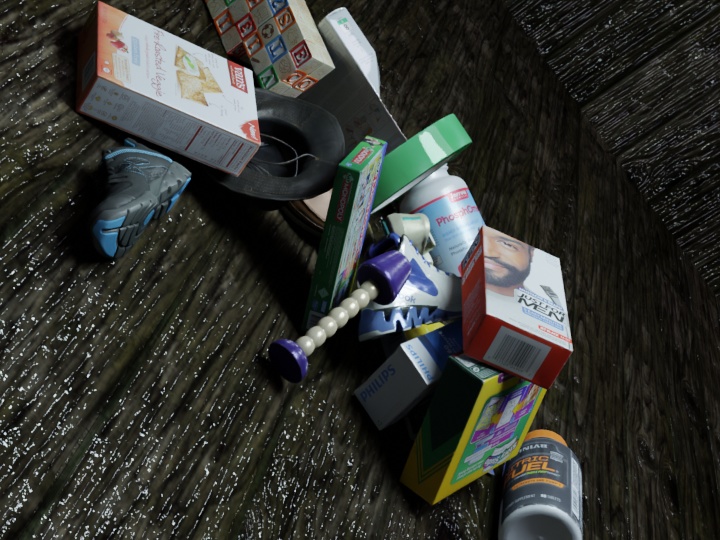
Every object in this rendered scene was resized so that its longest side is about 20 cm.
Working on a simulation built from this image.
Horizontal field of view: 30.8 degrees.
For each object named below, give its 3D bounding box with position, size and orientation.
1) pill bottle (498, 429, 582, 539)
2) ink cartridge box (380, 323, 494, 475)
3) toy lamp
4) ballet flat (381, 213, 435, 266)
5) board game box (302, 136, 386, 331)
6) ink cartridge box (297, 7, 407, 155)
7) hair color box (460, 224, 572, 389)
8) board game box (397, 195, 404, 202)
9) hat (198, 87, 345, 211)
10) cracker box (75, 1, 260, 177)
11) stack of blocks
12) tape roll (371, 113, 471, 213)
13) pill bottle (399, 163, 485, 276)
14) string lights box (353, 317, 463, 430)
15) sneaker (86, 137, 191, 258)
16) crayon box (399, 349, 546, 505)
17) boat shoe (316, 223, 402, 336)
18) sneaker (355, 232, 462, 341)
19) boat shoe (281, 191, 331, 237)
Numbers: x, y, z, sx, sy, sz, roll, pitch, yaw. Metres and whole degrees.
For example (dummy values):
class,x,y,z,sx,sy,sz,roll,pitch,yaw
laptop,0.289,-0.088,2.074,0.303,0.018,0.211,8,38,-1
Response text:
class,x,y,z,sx,sy,sz,roll,pitch,yaw
pill bottle,0.233,0.288,1.685,0.106,0.106,0.201,50,23,-15
ink cartridge box,0.107,0.150,1.696,0.199,0.047,0.199,27,36,-47
toy lamp,-0.018,0.044,1.436,0.199,0.058,0.059,-38,94,-34
ballet flat,0.067,-0.013,1.681,0.201,0.069,0.070,85,-16,-63
board game box,-0.018,-0.042,1.512,0.029,0.202,0.135,17,23,8
ink cartridge box,-0.018,-0.238,1.811,0.050,0.161,0.201,-36,91,-37
hair color box,0.177,0.038,1.505,0.110,0.064,0.201,23,28,-10
board game box,0.011,-0.200,1.985,0.134,0.029,0.202,6,55,-61
hat,-0.110,-0.125,1.535,0.198,0.082,0.202,9,44,-8
cracker box,-0.209,-0.198,1.428,0.198,0.058,0.135,22,37,-29
stack of blocks,-0.128,-0.329,1.761,0.058,0.115,0.202,13,49,-59
tape roll,0.057,-0.135,1.767,0.048,0.199,0.200,56,22,0
pill bottle,0.123,-0.065,1.906,0.202,0.108,0.109,65,23,6
string lights box,0.093,0.112,1.554,0.199,0.103,0.059,-20,68,-49
sneaker,-0.235,-0.073,1.281,0.082,0.073,0.200,37,19,-4
crayon box,0.145,0.163,1.529,0.058,0.174,0.199,34,28,26
boat shoe,0.001,0.000,1.657,0.202,0.071,0.066,61,-3,29
sneaker,0.067,0.009,1.559,0.198,0.080,0.117,-12,88,-43
boat shoe,-0.080,-0.132,1.628,0.072,0.068,0.201,-35,85,-38
